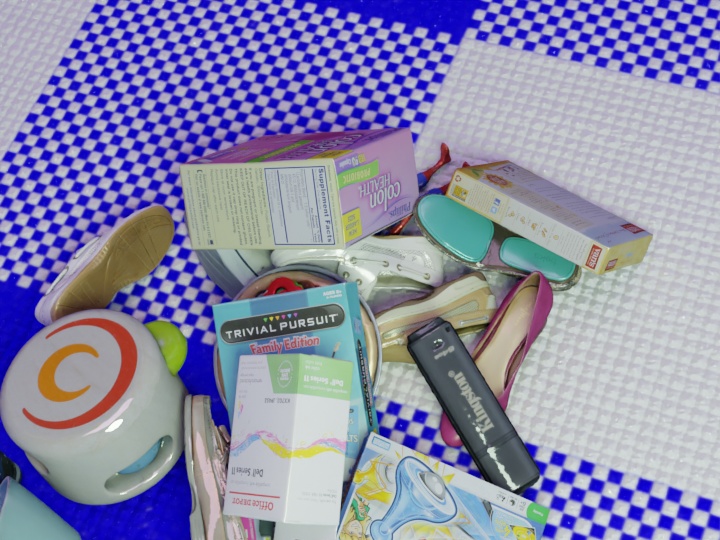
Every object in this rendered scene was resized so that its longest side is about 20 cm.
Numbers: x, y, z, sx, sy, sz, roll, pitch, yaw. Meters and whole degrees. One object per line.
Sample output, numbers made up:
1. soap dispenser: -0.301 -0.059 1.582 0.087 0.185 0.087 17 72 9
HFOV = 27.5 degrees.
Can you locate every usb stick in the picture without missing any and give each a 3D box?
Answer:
1. usb stick: 0.117 0.144 1.525 0.055 0.033 0.201 -31 84 2

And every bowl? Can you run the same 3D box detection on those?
1. bowl: -0.341 0.318 1.462 0.104 0.201 0.202 24 61 -15

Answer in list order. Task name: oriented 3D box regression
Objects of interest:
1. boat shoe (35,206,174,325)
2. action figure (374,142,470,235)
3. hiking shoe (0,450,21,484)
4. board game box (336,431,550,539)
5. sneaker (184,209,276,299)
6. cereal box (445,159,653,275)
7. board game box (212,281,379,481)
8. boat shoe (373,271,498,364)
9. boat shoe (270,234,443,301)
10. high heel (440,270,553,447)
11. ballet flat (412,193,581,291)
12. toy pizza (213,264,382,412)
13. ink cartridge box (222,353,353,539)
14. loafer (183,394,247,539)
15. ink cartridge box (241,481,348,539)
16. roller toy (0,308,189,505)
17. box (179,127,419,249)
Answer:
1. boat shoe: -0.299 -0.008 1.698 0.069 0.071 0.200 7 42 44
2. action figure: 0.037 -0.072 1.707 0.200 0.052 0.065 -40 64 -12
3. hiking shoe: -0.460 0.182 1.606 0.199 0.087 0.075 21 64 20
4. board game box: 0.074 0.262 1.456 0.199 0.034 0.136 23 69 -4
5. sneaker: -0.128 -0.007 1.688 0.071 0.073 0.200 -28 63 -27
6. cereal box: 0.210 -0.061 1.625 0.199 0.144 0.040 31 111 24
7. board game box: -0.065 0.123 1.533 0.150 0.047 0.202 -10 88 16
8. boat shoe: 0.061 0.074 1.604 0.199 0.072 0.077 -26 75 -3
9. boat shoe: 0.000 0.000 1.635 0.198 0.071 0.070 -1 70 -12
10. high heel: 0.140 0.091 1.560 0.067 0.096 0.201 23 65 20
11. ballet flat: 0.149 -0.022 1.638 0.199 0.075 0.068 22 74 7
12. toy pizza: -0.073 0.093 1.581 0.199 0.032 0.202 -2 84 21
13. ink cartridge box: -0.073 0.185 1.433 0.117 0.067 0.202 -7 75 54
14. loafer: -0.145 0.221 1.509 0.062 0.072 0.201 -7 64 -1
15. ink cartridge box: -0.040 0.284 1.507 0.198 0.042 0.120 -11 58 0
16. roller toy: -0.280 0.149 1.568 0.199 0.140 0.183 -2 52 18
17. box: -0.065 -0.090 1.611 0.199 0.097 0.176 1 16 30
